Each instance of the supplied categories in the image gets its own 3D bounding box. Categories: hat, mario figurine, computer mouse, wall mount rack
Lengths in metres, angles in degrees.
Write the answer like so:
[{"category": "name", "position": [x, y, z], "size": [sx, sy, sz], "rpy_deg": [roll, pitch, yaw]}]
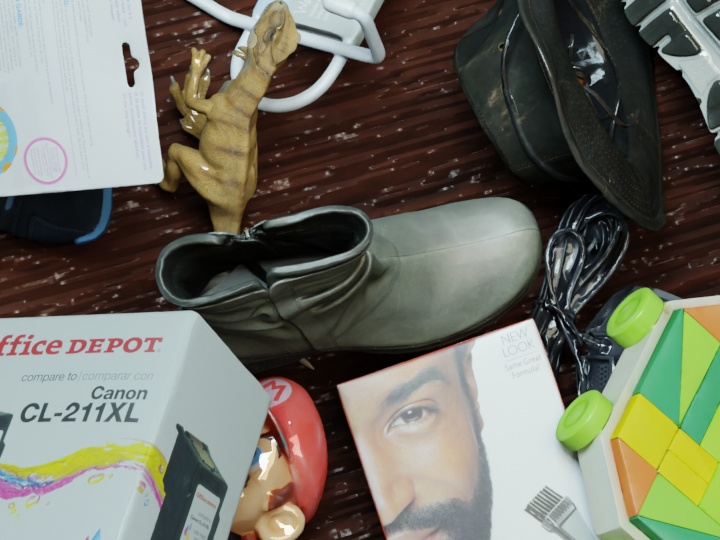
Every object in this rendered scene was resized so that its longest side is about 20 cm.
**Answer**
[{"category": "hat", "position": [0.097, -0.104, 1.588], "size": [0.081, 0.200, 0.202], "rpy_deg": [-21, 85, 22]}, {"category": "mario figurine", "position": [-0.098, 0.123, 1.469], "size": [0.123, 0.106, 0.200], "rpy_deg": [45, 70, -4]}, {"category": "computer mouse", "position": [0.176, 0.057, 1.608], "size": [0.199, 0.053, 0.139], "rpy_deg": [26, 70, -1]}, {"category": "wall mount rack", "position": [-0.041, -0.190, 1.573], "size": [0.173, 0.075, 0.201], "rpy_deg": [17, 68, 25]}]

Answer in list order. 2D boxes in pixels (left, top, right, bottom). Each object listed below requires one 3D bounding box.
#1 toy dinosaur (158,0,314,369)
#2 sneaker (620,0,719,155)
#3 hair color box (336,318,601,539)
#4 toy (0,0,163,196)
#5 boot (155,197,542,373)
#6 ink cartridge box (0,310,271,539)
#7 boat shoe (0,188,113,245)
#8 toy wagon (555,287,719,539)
[{"category": "toy dinosaur", "position": [-0.072, -0.048, 1.525], "size": [0.060, 0.106, 0.201], "rpy_deg": [-22, 132, -34]}, {"category": "sneaker", "position": [0.201, -0.137, 1.643], "size": [0.078, 0.090, 0.201], "rpy_deg": [-23, 91, 22]}, {"category": "hair color box", "position": [0.070, 0.137, 1.528], "size": [0.110, 0.064, 0.201], "rpy_deg": [-19, 84, 2]}, {"category": "toy", "position": [-0.190, -0.095, 1.464], "size": [0.199, 0.047, 0.116], "rpy_deg": [-5, 99, 16]}, {"category": "boot", "position": [0.000, 0.000, 1.457], "size": [0.199, 0.131, 0.068], "rpy_deg": [-16, 76, -6]}, {"category": "ink cartridge box", "position": [-0.145, 0.123, 1.403], "size": [0.083, 0.145, 0.201], "rpy_deg": [51, 46, -45]}, {"category": "boat shoe", "position": [-0.158, -0.115, 1.508], "size": [0.068, 0.084, 0.202], "rpy_deg": [1, 79, -7]}, {"category": "toy wagon", "position": [0.170, 0.110, 1.507], "size": [0.155, 0.040, 0.201], "rpy_deg": [40, 57, -15]}]
